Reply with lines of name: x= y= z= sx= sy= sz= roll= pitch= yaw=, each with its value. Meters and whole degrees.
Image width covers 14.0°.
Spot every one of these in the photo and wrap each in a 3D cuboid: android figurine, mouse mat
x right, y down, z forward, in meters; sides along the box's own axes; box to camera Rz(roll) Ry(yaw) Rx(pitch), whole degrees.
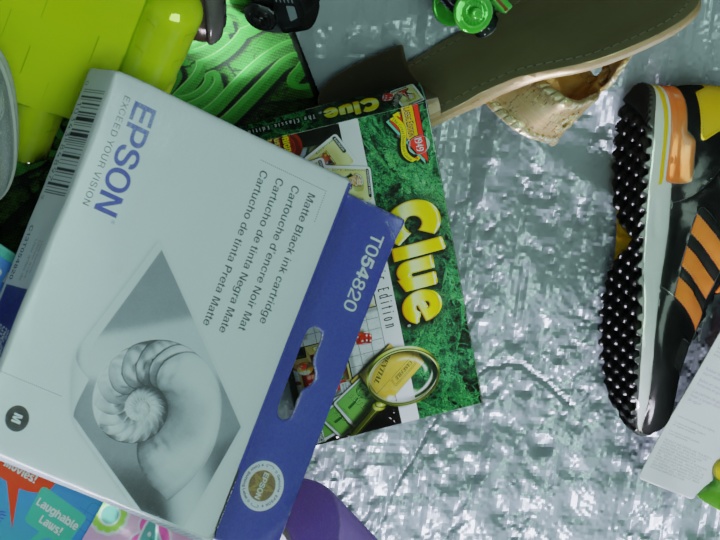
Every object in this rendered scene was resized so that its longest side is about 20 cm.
android figurine: x=-0.168 y=-0.141 z=1.442 sx=0.181 sy=0.041 sz=0.200 roll=18 pitch=130 yaw=-13
mouse mat: x=-0.124 y=-0.087 z=1.544 sx=0.199 sy=0.008 sz=0.161 roll=-25 pitch=112 yaw=-9

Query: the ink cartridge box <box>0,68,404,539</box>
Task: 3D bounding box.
ink cartridge box: x=-0.082 y=0.028 z=1.468 sx=0.200 sy=0.041 sz=0.200 roll=24 pitch=83 yaw=-29

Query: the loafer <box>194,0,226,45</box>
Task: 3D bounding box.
loafer: x=-0.125 y=-0.201 z=1.479 sx=0.071 sy=0.073 sz=0.201 roll=-23 pitch=103 yaw=2

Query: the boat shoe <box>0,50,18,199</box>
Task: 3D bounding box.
boat shoe: x=-0.214 y=-0.105 z=1.400 sx=0.074 sy=0.065 sz=0.203 roll=-4 pitch=126 yaw=8

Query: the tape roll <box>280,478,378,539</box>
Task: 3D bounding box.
tape roll: x=-0.068 y=0.205 z=1.543 sx=0.200 sy=0.200 sz=0.066 roll=-42 pitch=113 yaw=0

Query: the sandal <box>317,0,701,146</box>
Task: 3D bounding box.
sandal: x=0.084 y=-0.096 z=1.577 sx=0.211 sy=0.078 sz=0.070 roll=-19 pitch=131 yaw=-4

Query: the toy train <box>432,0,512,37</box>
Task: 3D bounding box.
toy train: x=0.013 y=-0.201 z=1.511 sx=0.056 sy=0.042 sz=0.200 roll=-48 pitch=113 yaw=-6

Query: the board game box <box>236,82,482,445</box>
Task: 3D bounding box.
board game box: x=0.000 y=0.000 z=1.565 sx=0.104 sy=0.023 sz=0.201 roll=-16 pitch=124 yaw=-5

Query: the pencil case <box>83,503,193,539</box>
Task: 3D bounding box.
pencil case: x=-0.171 y=0.102 z=1.544 sx=0.200 sy=0.087 sz=0.087 roll=41 pitch=92 yaw=-22

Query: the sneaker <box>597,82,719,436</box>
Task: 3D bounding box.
sneaker: x=0.186 y=-0.004 z=1.623 sx=0.090 sy=0.070 sz=0.201 roll=-1 pitch=105 yaw=-13

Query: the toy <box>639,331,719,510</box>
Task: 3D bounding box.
toy: x=0.245 y=0.045 z=1.669 sx=0.115 sy=0.047 sz=0.200 roll=23 pitch=101 yaw=-24

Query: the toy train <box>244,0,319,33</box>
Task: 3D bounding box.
toy train: x=-0.056 y=-0.200 z=1.470 sx=0.034 sy=0.046 sz=0.200 roll=-60 pitch=145 yaw=-39

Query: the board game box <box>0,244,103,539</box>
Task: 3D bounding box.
board game box: x=-0.202 y=0.092 z=1.460 sx=0.152 sy=0.045 sz=0.200 roll=34 pitch=78 yaw=-24
